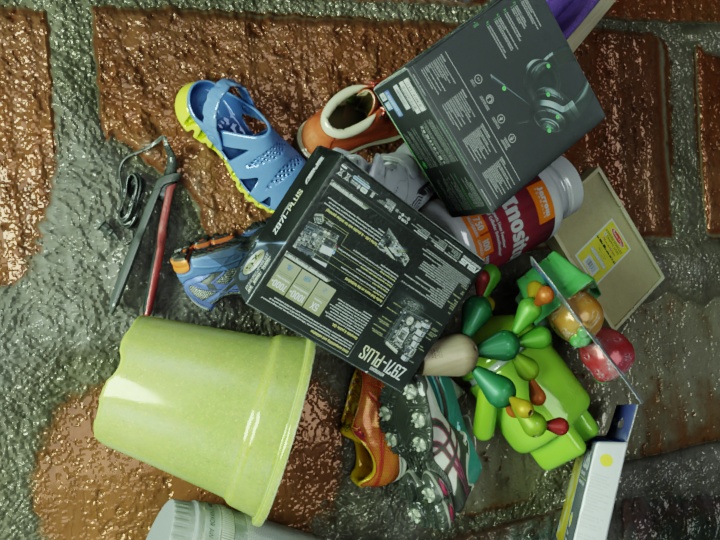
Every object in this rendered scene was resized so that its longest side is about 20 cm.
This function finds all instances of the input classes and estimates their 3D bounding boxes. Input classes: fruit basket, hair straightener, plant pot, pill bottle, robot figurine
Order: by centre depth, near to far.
[{"bbox_3d":[-0.161,0.136,0.666,0.182,0.200,0.203,18,84,-8],"label":"plant pot"},{"bbox_3d":[-0.245,-0.051,0.701,0.076,0.041,0.203,13,85,-20],"label":"hair straightener"},{"bbox_3d":[0.275,0.081,0.797,0.093,0.185,0.202,-33,69,15],"label":"fruit basket"},{"bbox_3d":[0.204,0.143,0.813,0.175,0.116,0.201,-27,76,-44],"label":"robot figurine"},{"bbox_3d":[0.180,-0.072,0.822,0.198,0.113,0.114,-28,99,-18],"label":"pill bottle"}]

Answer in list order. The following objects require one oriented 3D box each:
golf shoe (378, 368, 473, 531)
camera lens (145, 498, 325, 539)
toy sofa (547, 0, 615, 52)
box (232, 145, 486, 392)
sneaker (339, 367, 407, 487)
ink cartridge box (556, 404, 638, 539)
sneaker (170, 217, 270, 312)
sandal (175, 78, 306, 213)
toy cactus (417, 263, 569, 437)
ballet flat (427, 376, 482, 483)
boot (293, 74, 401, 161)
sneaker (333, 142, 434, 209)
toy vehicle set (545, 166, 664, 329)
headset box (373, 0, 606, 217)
[{"bbox_3d":[0.078,0.194,0.751,0.088,0.077,0.203,-23,107,-42],"label":"golf shoe"},{"bbox_3d":[-0.131,0.342,0.679,0.198,0.160,0.162,25,81,-18],"label":"camera lens"},{"bbox_3d":[0.286,-0.359,0.879,0.098,0.083,0.201,44,76,-16],"label":"toy sofa"},{"bbox_3d":[0.000,0.000,0.660,0.199,0.086,0.165,32,93,-26],"label":"box"},{"bbox_3d":[0.012,0.164,0.779,0.076,0.073,0.203,-5,92,-24],"label":"sneaker"},{"bbox_3d":[0.298,0.265,0.830,0.046,0.198,0.203,13,82,17],"label":"ink cartridge box"},{"bbox_3d":[-0.114,-0.011,0.743,0.197,0.075,0.080,-15,115,-20],"label":"sneaker"},{"bbox_3d":[-0.118,-0.138,0.723,0.200,0.087,0.080,41,66,-18],"label":"sandal"},{"bbox_3d":[0.143,0.088,0.706,0.162,0.102,0.203,-7,78,-16],"label":"toy cactus"},{"bbox_3d":[0.106,0.186,0.828,0.070,0.067,0.203,-23,99,-43],"label":"ballet flat"},{"bbox_3d":[0.022,-0.192,0.767,0.199,0.107,0.076,-33,92,-21],"label":"boot"},{"bbox_3d":[0.029,-0.113,0.752,0.201,0.074,0.115,-58,142,-25],"label":"sneaker"},{"bbox_3d":[0.344,-0.029,0.929,0.124,0.026,0.201,-39,103,-16],"label":"toy vehicle set"},{"bbox_3d":[0.147,-0.188,0.710,0.199,0.093,0.175,-39,104,-15],"label":"headset box"}]
